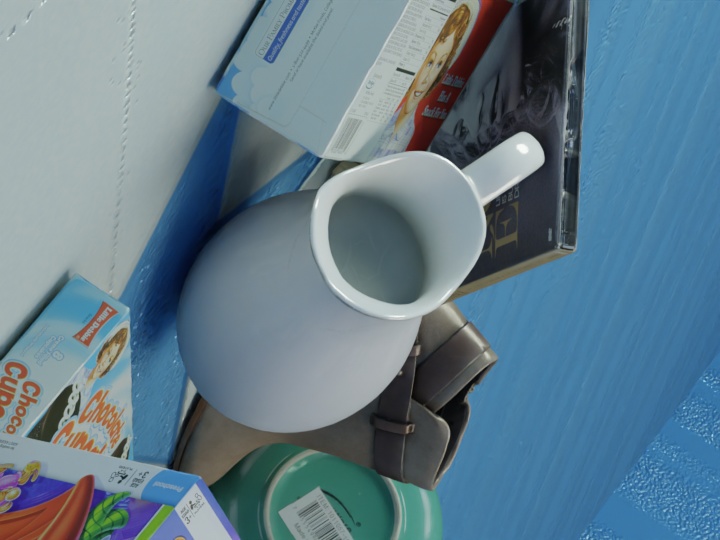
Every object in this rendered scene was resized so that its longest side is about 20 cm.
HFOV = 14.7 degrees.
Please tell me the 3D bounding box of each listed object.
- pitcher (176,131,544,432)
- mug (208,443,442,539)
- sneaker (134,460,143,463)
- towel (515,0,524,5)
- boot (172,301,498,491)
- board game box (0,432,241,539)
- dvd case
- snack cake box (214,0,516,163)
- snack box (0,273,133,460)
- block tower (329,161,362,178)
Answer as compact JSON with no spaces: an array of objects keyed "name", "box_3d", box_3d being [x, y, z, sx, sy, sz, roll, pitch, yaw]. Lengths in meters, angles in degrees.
[{"name":"pitcher","box_3d":[0.000,0.000,1.463,0.171,0.122,0.200,-29,175,-34]},{"name":"mug","box_3d":[-0.009,0.167,1.757,0.114,0.184,0.153,116,-16,-73]},{"name":"sneaker","box_3d":[-0.172,0.193,1.493,0.081,0.146,0.201,-39,-129,53]},{"name":"towel","box_3d":[0.079,-0.069,1.744,0.193,0.034,0.201,95,16,-82]},{"name":"boot","box_3d":[-0.013,0.085,1.661,0.201,0.146,0.070,-62,168,24]},{"name":"board game box","box_3d":[-0.161,0.132,1.145,0.135,0.199,0.045,-50,127,-29]},{"name":"dvd case","box_3d":[0.074,-0.067,1.529,0.200,0.016,0.150,155,-60,-67]},{"name":"snack cake box","box_3d":[0.008,-0.118,1.432,0.115,0.067,0.200,-60,167,7]},{"name":"snack box","box_3d":[-0.160,0.095,1.386,0.116,0.037,0.200,-52,166,-24]},{"name":"block tower","box_3d":[0.000,-0.003,1.709,0.058,0.054,0.201,-45,163,-38]}]
